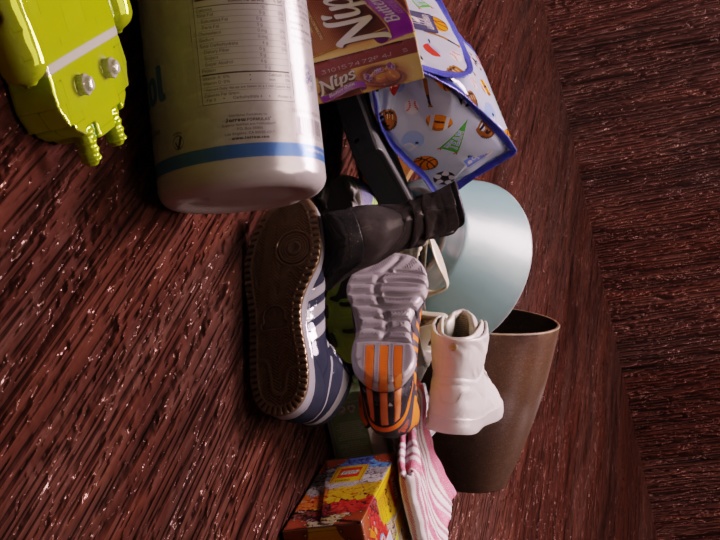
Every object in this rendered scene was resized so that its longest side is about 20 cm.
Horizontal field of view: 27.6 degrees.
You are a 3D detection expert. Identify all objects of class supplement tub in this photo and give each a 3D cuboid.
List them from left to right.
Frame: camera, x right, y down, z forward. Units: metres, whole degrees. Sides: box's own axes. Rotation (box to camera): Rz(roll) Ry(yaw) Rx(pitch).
[{"bbox_3d":[-0.100,-0.151,1.123,0.132,0.132,0.200,15,67,-72],"label":"supplement tub"}]

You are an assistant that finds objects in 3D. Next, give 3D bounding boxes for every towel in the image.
[{"bbox_3d":[0.066,0.212,1.434,0.200,0.030,0.146,-82,159,-67],"label":"towel"}]

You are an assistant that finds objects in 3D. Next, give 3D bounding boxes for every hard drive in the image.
[{"bbox_3d":[0.002,-0.162,1.554,0.140,0.033,0.200,55,13,-56],"label":"hard drive"}]

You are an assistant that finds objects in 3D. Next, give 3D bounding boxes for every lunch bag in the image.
[{"bbox_3d":[0.059,-0.204,1.518,0.200,0.124,0.170,40,23,-42],"label":"lunch bag"}]

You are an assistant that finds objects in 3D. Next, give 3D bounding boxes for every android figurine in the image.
[{"bbox_3d":[-0.200,-0.168,0.959,0.182,0.041,0.200,-57,134,-66],"label":"android figurine"}]

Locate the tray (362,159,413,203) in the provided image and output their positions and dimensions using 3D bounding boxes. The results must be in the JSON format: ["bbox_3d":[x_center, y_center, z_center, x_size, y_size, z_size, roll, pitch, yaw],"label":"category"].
[{"bbox_3d":[0.034,-0.158,1.751,0.200,0.037,0.099,-59,138,-64],"label":"tray"}]

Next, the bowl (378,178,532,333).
[{"bbox_3d":[0.077,-0.020,1.604,0.105,0.201,0.201,26,55,-48],"label":"bowl"}]

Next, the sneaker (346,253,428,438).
[{"bbox_3d":[0.022,0.077,1.395,0.200,0.078,0.112,-78,170,-50],"label":"sneaker"}]

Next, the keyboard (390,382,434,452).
[{"bbox_3d":[0.055,0.161,1.548,0.200,0.011,0.056,-22,102,-76],"label":"keyboard"}]

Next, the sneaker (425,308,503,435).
[{"bbox_3d":[0.111,0.096,1.496,0.200,0.074,0.116,-18,113,-80],"label":"sneaker"}]

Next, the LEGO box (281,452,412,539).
[{"bbox_3d":[0.004,0.291,1.346,0.149,0.077,0.200,-52,131,-68],"label":"LEGO box"}]

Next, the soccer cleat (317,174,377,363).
[{"bbox_3d":[0.001,-0.001,1.495,0.084,0.065,0.200,26,54,-57],"label":"soccer cleat"}]

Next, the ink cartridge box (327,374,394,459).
[{"bbox_3d":[0.017,0.207,1.491,0.146,0.048,0.200,-25,103,-74],"label":"ink cartridge box"}]

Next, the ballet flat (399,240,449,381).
[{"bbox_3d":[0.061,0.036,1.508,0.067,0.064,0.200,-47,132,-73],"label":"ballet flat"}]

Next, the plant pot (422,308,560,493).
[{"bbox_3d":[0.132,0.153,1.724,0.187,0.187,0.200,-27,122,-73],"label":"plant pot"}]

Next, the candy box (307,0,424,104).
[{"bbox_3d":[-0.014,-0.253,1.414,0.056,0.117,0.200,74,4,-46],"label":"candy box"}]

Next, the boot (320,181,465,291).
[{"bbox_3d":[0.021,-0.030,1.358,0.200,0.132,0.070,169,-94,-75],"label":"boot"}]

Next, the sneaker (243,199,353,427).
[{"bbox_3d":[-0.052,0.042,1.297,0.108,0.070,0.200,42,47,-63],"label":"sneaker"}]
